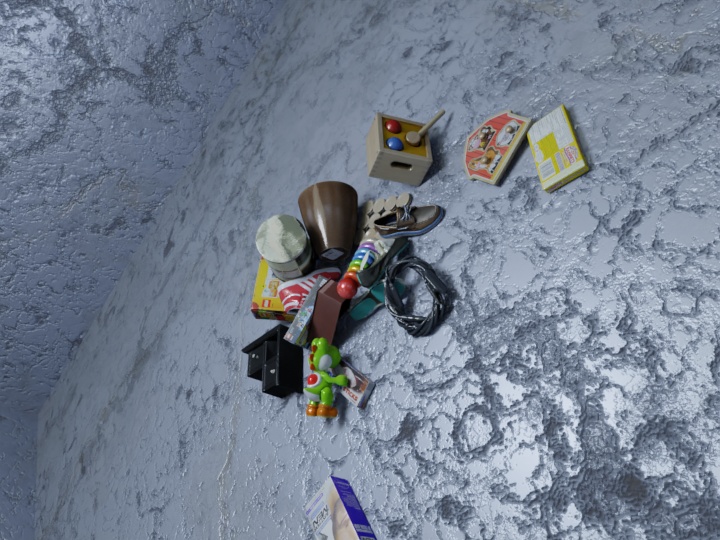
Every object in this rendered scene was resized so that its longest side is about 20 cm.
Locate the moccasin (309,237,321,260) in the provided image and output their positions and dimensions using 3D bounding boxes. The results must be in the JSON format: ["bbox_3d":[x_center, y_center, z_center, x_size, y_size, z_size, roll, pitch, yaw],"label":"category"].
[{"bbox_3d":[-0.134,-0.131,1.826,0.080,0.068,0.201,-30,46,35],"label":"moccasin"}]

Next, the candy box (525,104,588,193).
[{"bbox_3d":[0.440,-0.276,1.269,0.102,0.026,0.201,-30,46,34],"label":"candy box"}]

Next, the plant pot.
[{"bbox_3d":[-0.089,-0.132,1.686,0.186,0.186,0.201,-30,55,35],"label":"plant pot"}]

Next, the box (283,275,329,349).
[{"bbox_3d":[-0.134,0.122,1.597,0.038,0.137,0.201,27,82,15],"label":"box"}]

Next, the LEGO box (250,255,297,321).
[{"bbox_3d":[-0.251,0.052,1.776,0.148,0.077,0.201,4,63,6],"label":"LEGO box"}]

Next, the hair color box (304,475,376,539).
[{"bbox_3d":[-0.044,0.578,1.259,0.110,0.065,0.200,-53,39,10],"label":"hair color box"}]

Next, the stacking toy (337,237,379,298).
[{"bbox_3d":[0.000,0.000,1.504,0.085,0.086,0.200,-20,27,42],"label":"stacking toy"}]

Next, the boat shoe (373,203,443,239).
[{"bbox_3d":[0.123,-0.135,1.504,0.199,0.072,0.073,-20,53,31],"label":"boat shoe"}]

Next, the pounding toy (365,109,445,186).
[{"bbox_3d":[0.131,-0.360,1.578,0.142,0.199,0.185,118,156,-51],"label":"pounding toy"}]

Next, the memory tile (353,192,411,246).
[{"bbox_3d":[0.062,-0.147,1.647,0.199,0.017,0.154,-4,64,48],"label":"memory tile"}]

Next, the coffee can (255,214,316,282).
[{"bbox_3d":[-0.216,-0.059,1.663,0.145,0.200,0.147,-1,72,3],"label":"coffee can"}]

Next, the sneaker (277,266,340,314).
[{"bbox_3d":[-0.143,0.067,1.676,0.199,0.071,0.113,-21,60,2],"label":"sneaker"}]

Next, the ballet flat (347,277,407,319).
[{"bbox_3d":[0.042,0.061,1.495,0.200,0.072,0.072,-34,44,32],"label":"ballet flat"}]

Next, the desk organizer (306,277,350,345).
[{"bbox_3d":[-0.086,0.128,1.545,0.072,0.077,0.201,-45,-24,-48],"label":"desk organizer"}]

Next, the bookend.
[{"bbox_3d":[-0.270,0.298,1.688,0.200,0.092,0.200,-33,45,34],"label":"bookend"}]

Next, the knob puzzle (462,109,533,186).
[{"bbox_3d":[0.321,-0.321,1.422,0.219,0.030,0.221,-36,42,41],"label":"knob puzzle"}]

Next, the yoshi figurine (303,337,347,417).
[{"bbox_3d":[-0.088,0.278,1.466,0.112,0.112,0.201,94,176,-80],"label":"yoshi figurine"}]

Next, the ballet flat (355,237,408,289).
[{"bbox_3d":[0.056,-0.039,1.473,0.200,0.068,0.068,-50,14,-33],"label":"ballet flat"}]

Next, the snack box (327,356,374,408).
[{"bbox_3d":[-0.039,0.284,1.476,0.200,0.024,0.072,27,90,54],"label":"snack box"}]

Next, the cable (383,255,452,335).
[{"bbox_3d":[0.128,0.060,1.376,0.200,0.051,0.164,49,120,29],"label":"cable"}]
